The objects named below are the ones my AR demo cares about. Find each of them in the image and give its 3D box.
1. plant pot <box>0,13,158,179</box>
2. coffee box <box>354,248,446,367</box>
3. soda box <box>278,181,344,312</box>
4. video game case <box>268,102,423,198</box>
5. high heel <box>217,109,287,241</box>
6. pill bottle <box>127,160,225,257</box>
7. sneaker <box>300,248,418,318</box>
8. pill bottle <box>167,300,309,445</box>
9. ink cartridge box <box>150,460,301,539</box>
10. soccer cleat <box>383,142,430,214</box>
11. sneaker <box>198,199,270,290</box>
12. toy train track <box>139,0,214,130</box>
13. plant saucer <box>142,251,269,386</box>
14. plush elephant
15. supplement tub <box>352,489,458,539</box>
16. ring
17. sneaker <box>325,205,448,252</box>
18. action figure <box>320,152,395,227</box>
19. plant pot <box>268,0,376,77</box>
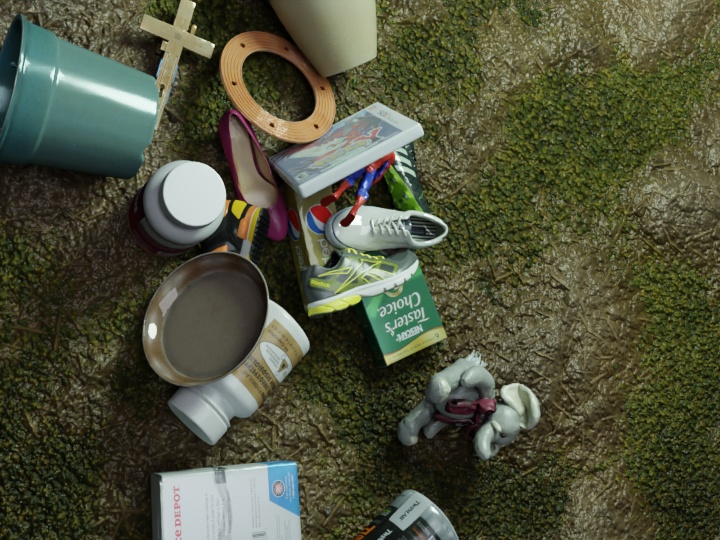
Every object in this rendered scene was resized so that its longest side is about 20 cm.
[{"bbox_3d":[-0.389,-0.218,1.356,0.194,0.200,0.203,13,78,-28],"label":"plant pot"},{"bbox_3d":[0.048,0.038,1.580,0.122,0.044,0.202,-21,91,-24],"label":"coffee box"},{"bbox_3d":[-0.067,-0.042,1.528,0.063,0.068,0.202,-12,88,-25],"label":"soda box"},{"bbox_3d":[-0.026,-0.183,1.483,0.199,0.182,0.023,-29,116,-8],"label":"video game case"},{"bbox_3d":[-0.160,-0.138,1.482,0.067,0.096,0.201,-28,91,-8],"label":"high heel"},{"bbox_3d":[-0.251,-0.087,1.383,0.112,0.200,0.114,3,81,-23],"label":"pill bottle"},{"bbox_3d":[0.000,0.000,1.475,0.199,0.074,0.085,-24,95,-31],"label":"sneaker"},{"bbox_3d":[-0.175,0.144,1.431,0.114,0.114,0.200,46,69,-11],"label":"pill bottle"},{"bbox_3d":[-0.190,0.351,1.413,0.198,0.084,0.147,-1,83,-23],"label":"ink cartridge box"},{"bbox_3d":[0.066,-0.168,1.605,0.081,0.067,0.201,-34,94,-24],"label":"soccer cleat"},{"bbox_3d":[-0.204,-0.007,1.476,0.089,0.070,0.202,19,86,14],"label":"sneaker"},{"bbox_3d":[-0.289,-0.306,1.492,0.114,0.032,0.202,19,81,-27],"label":"toy train track"},{"bbox_3d":[-0.210,0.070,1.390,0.032,0.198,0.202,47,61,-56],"label":"plant saucer"},{"bbox_3d":[0.178,0.223,1.547,0.155,0.165,0.199,43,41,14],"label":"plush elephant"},{"bbox_3d":[0.041,0.433,1.481,0.200,0.122,0.123,-39,98,-23],"label":"supplement tub"},{"bbox_3d":[-0.127,-0.277,1.525,0.199,0.019,0.202,20,52,-28],"label":"ring"},{"bbox_3d":[0.043,-0.068,1.519,0.198,0.071,0.074,-3,82,-31],"label":"sneaker"},{"bbox_3d":[-0.011,-0.137,1.509,0.065,0.099,0.201,46,47,-14],"label":"action figure"},{"bbox_3d":[-0.050,-0.410,1.540,0.186,0.187,0.202,-28,106,-24],"label":"plant pot"}]
